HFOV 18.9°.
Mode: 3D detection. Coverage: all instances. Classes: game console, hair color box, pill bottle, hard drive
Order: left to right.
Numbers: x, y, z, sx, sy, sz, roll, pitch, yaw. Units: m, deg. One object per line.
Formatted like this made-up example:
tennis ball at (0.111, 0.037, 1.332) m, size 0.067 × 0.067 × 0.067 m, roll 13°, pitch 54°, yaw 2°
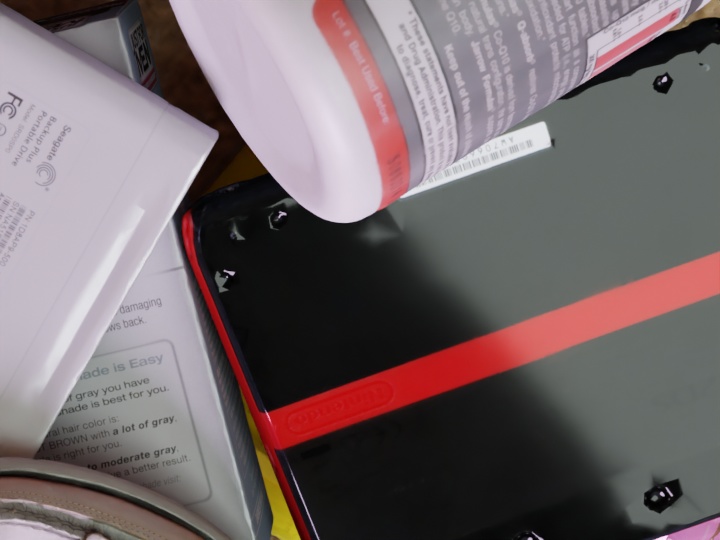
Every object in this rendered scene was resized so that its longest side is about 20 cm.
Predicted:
hard drive at (-0.164, -0.038, 0.701) m, size 0.200 × 0.027 × 0.132 m, roll 30°, pitch 102°, yaw -6°
hair color box at (-0.102, 0.015, 0.757) m, size 0.099 × 0.061 × 0.201 m, roll -13°, pitch 104°, yaw 4°
pill bottle at (0.046, -0.111, 0.678) m, size 0.200 × 0.116 × 0.116 m, roll -32°, pitch 130°, yaw -13°
game console at (0.058, 0.023, 0.747) m, size 0.199 × 0.031 × 0.177 m, roll -20°, pitch 109°, yaw 1°

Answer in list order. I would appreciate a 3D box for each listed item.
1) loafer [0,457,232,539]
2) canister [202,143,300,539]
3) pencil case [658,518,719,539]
loafer at (-0.058, 0.132, 0.725) m, size 0.200 × 0.063 × 0.072 m, roll 35°, pitch 118°, yaw -29°
canister at (0.000, 0.000, 0.859) m, size 0.200 × 0.087 × 0.148 m, roll -49°, pitch 129°, yaw 4°
pencil case at (0.164, 0.075, 1.010) m, size 0.086 × 0.083 × 0.201 m, roll 18°, pitch 115°, yaw -4°
